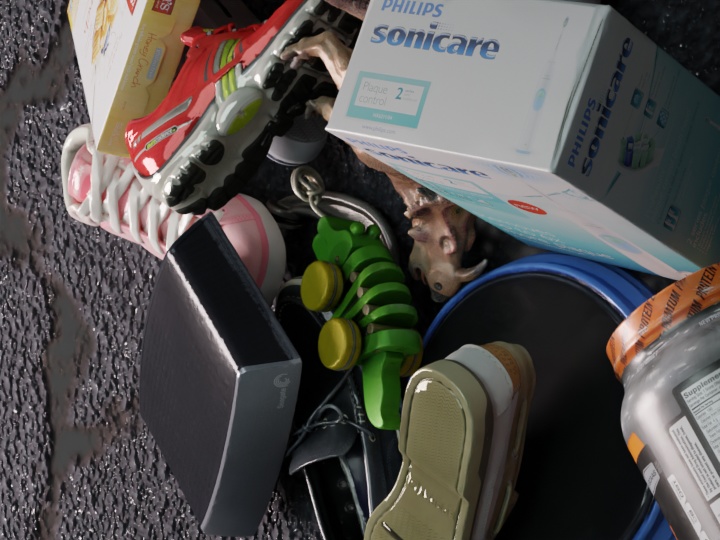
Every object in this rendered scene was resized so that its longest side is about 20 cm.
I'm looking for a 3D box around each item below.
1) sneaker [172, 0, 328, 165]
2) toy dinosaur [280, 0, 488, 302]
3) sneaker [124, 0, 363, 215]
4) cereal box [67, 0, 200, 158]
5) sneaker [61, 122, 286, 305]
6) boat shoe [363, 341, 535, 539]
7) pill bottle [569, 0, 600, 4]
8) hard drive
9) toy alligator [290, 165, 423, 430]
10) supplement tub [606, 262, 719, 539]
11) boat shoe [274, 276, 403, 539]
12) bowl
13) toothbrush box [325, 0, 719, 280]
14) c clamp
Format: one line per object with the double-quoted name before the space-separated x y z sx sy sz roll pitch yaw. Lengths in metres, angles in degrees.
"sneaker" -0.085 -0.124 1.175 0.200 0.072 0.071 55 131 39
"toy dinosaur" 0.031 -0.092 1.006 0.086 0.201 0.135 -35 49 -15
"sneaker" -0.069 -0.129 1.068 0.200 0.077 0.085 -45 63 4
"cereal box" -0.151 -0.185 1.171 0.201 0.039 0.145 -113 39 -54
"sneaker" -0.134 -0.037 1.165 0.200 0.104 0.076 45 120 44
"boat shoe" 0.055 0.127 0.981 0.075 0.068 0.201 40 135 30
"pill bottle" 0.088 -0.227 0.989 0.112 0.112 0.202 -6 84 41
"hard drive" -0.094 0.074 1.113 0.135 0.042 0.201 57 150 28
"toy alligator" 0.000 0.000 1.058 0.054 0.059 0.201 -47 47 37
"supplement tub" 0.207 0.102 0.863 0.122 0.122 0.201 -42 62 32
"boat shoe" -0.013 0.100 1.079 0.074 0.062 0.202 -26 80 49
"bowl" 0.106 0.090 1.009 0.199 0.039 0.203 -2 87 41
"toothbrush box" 0.104 -0.067 0.902 0.146 0.199 0.086 15 82 40
"c clamp" -0.051 0.034 1.159 0.170 0.027 0.202 34 111 38
